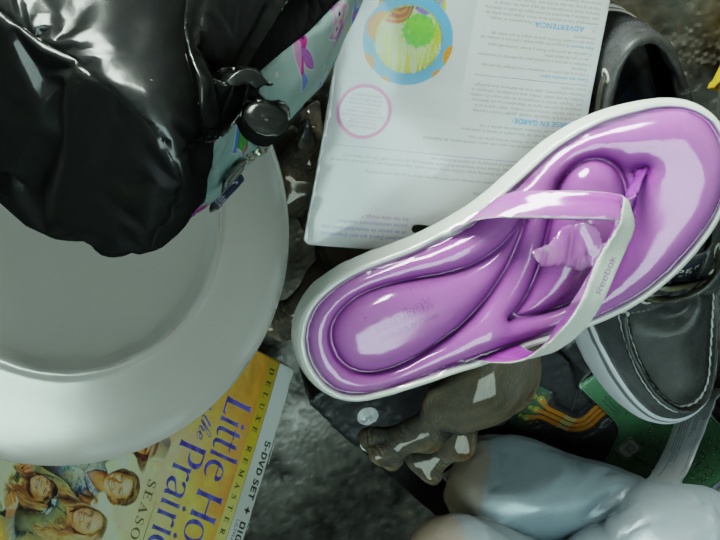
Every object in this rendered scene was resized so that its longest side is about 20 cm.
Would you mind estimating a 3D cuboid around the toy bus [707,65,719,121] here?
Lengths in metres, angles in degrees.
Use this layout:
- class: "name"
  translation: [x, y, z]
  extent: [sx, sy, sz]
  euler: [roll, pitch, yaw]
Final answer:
- class: "toy bus"
  translation: [0.261, -0.097, 0.969]
  extent: [0.136, 0.200, 0.192]
  euler: [17, 110, -23]

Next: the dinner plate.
- class: "dinner plate"
  translation: [-0.122, -0.021, 0.953]
  extent: [0.200, 0.024, 0.200]
  euler: [3, 81, -20]

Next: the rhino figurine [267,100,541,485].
- class: "rhino figurine"
  translation: [0.000, 0.000, 1.028]
  extent: [0.087, 0.060, 0.200]
  euler: [-37, 98, 19]

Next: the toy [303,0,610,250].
- class: "toy"
  translation: [0.043, -0.107, 0.983]
  extent: [0.115, 0.047, 0.200]
  euler: [5, 109, -17]

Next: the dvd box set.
- class: "dvd box set"
  translation: [-0.124, 0.075, 1.012]
  extent: [0.200, 0.029, 0.146]
  euler: [31, 71, -41]

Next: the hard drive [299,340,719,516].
- class: "hard drive"
  translation: [0.085, 0.068, 1.127]
  extent: [0.140, 0.038, 0.200]
  euler: [-39, 122, 13]

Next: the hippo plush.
- class: "hippo plush"
  translation: [0.107, 0.165, 1.114]
  extent: [0.200, 0.159, 0.161]
  euler: [-47, 154, -31]

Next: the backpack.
- class: "backpack"
  translation: [-0.083, -0.101, 0.885]
  extent: [0.167, 0.200, 0.127]
  euler: [40, 130, 3]

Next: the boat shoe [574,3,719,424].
- class: "boat shoe"
  translation: [0.130, -0.019, 1.034]
  extent: [0.070, 0.066, 0.200]
  euler: [-17, 109, -20]

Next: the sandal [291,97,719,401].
- class: "sandal"
  translation: [0.069, 0.001, 0.972]
  extent: [0.203, 0.050, 0.082]
  euler: [-30, 107, 0]
